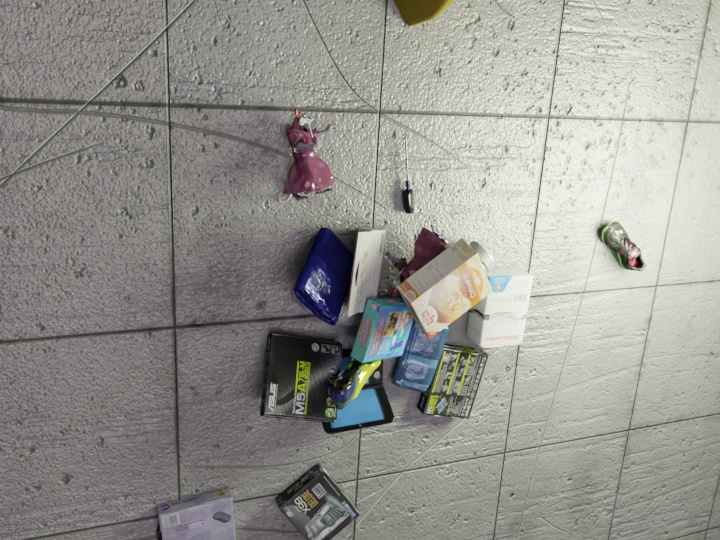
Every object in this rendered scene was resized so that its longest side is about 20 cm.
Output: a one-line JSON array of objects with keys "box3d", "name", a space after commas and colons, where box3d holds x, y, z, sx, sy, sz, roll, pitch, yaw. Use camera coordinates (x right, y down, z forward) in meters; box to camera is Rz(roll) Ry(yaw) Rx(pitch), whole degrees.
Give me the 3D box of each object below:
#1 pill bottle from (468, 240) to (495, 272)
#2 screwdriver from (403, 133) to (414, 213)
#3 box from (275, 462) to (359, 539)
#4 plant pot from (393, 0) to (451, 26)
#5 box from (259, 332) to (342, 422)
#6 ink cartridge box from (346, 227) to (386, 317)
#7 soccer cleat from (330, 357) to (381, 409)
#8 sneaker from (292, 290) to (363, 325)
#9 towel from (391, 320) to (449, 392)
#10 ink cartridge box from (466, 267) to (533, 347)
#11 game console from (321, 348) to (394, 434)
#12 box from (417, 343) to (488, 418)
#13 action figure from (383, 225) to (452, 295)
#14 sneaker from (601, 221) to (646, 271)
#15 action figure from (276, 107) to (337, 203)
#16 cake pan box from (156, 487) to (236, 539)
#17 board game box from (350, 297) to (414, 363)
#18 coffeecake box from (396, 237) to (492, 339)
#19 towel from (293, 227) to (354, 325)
[{"box3d": [0.255, 0.023, 1.785, 0.200, 0.114, 0.115, -45, 117, -4], "name": "pill bottle"}, {"box3d": [0.113, -0.239, 1.693, 0.029, 0.028, 0.204, -6, 110, 10], "name": "screwdriver"}, {"box3d": [-0.117, 0.651, 1.872, 0.157, 0.050, 0.201, -36, 117, -7], "name": "box"}, {"box3d": [0.167, -0.673, 1.476, 0.194, 0.200, 0.196, -41, 116, -5], "name": "plant pot"}, {"box3d": [-0.145, 0.267, 1.687, 0.190, 0.047, 0.204, 12, 73, -24], "name": "box"}, {"box3d": [0.000, 0.000, 1.643, 0.176, 0.044, 0.204, -9, 109, -66], "name": "ink cartridge box"}, {"box3d": [-0.013, 0.275, 1.719, 0.200, 0.064, 0.085, -37, 134, -50], "name": "soccer cleat"}, {"box3d": [-0.073, 0.095, 1.693, 0.197, 0.081, 0.078, 21, 97, -28], "name": "sneaker"}, {"box3d": [0.164, 0.227, 1.842, 0.110, 0.049, 0.203, 16, 100, -13], "name": "towel"}, {"box3d": [0.382, 0.100, 1.880, 0.142, 0.084, 0.204, -1, 107, -22], "name": "ink cartridge box"}, {"box3d": [-0.015, 0.306, 1.765, 0.196, 0.118, 0.174, -6, 109, -21], "name": "game console"}, {"box3d": [0.261, 0.314, 1.923, 0.158, 0.044, 0.204, 10, 102, -24], "name": "box"}, {"box3d": [0.148, -0.012, 1.727, 0.148, 0.135, 0.200, 25, 114, -45], "name": "action figure"}, {"box3d": [0.776, -0.071, 1.987, 0.200, 0.084, 0.077, 41, 89, -28], "name": "sneaker"}, {"box3d": [-0.130, -0.270, 1.562, 0.147, 0.134, 0.204, -10, 102, 26], "name": "action figure"}, {"box3d": [-0.422, 0.673, 1.755, 0.196, 0.052, 0.188, -10, 108, -20], "name": "cake pan box"}, {"box3d": [0.065, 0.149, 1.734, 0.199, 0.045, 0.155, 2, 109, -58], "name": "board game box"}, {"box3d": [0.206, 0.046, 1.647, 0.199, 0.073, 0.154, -36, 135, -4], "name": "coffeecake box"}, {"box3d": [-0.084, 0.013, 1.626, 0.148, 0.049, 0.202, 49, 44, -31], "name": "towel"}]
